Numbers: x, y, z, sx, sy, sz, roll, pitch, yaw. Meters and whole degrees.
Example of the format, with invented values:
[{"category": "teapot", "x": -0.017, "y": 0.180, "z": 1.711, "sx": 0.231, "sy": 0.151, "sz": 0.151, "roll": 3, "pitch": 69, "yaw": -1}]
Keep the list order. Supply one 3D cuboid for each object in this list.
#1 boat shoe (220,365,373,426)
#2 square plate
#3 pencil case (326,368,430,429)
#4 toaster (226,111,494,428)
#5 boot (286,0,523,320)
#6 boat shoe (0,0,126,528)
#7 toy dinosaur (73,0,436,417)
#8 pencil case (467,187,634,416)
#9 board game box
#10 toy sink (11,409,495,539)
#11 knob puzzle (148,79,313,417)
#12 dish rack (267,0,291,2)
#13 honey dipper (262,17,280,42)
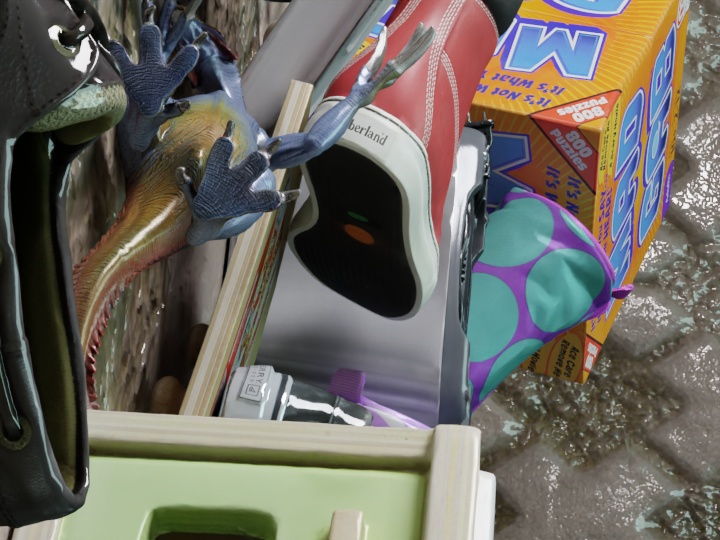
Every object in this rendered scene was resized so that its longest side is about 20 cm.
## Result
[{"category": "boat shoe", "x": -0.044, "y": 0.139, "z": 0.886, "sx": 0.072, "sy": 0.071, "sz": 0.200, "roll": -69, "pitch": 175, "yaw": -68}, {"category": "square plate", "x": -0.001, "y": -0.132, "z": 0.994, "sx": 0.198, "sy": 0.028, "sz": 0.200, "roll": -54, "pitch": -179, "yaw": 4}, {"category": "pencil case", "x": -0.021, "y": 0.154, "z": 1.006, "sx": 0.084, "sy": 0.085, "sz": 0.200, "roll": 0, "pitch": -120, "yaw": 55}, {"category": "toaster", "x": 0.000, "y": 0.000, "z": 1.123, "sx": 0.114, "sy": 0.129, "sz": 0.201, "roll": 82, "pitch": 13, "yaw": -70}, {"category": "boot", "x": 0.028, "y": -0.068, "z": 0.971, "sx": 0.145, "sy": 0.072, "sz": 0.200, "roll": -62, "pitch": 172, "yaw": -22}, {"category": "boat shoe", "x": -0.084, "y": -0.040, "z": 0.490, "sx": 0.073, "sy": 0.065, "sz": 0.201, "roll": -20, "pitch": 112, "yaw": -83}, {"category": "toy dinosaur", "x": -0.072, "y": -0.051, "z": 0.801, "sx": 0.200, "sy": 0.105, "sz": 0.181, "roll": -49, "pitch": -177, "yaw": -8}, {"category": "pencil case", "x": 0.054, "y": 0.046, "z": 1.210, "sx": 0.200, "sy": 0.092, "sz": 0.085, "roll": -44, "pitch": 176, "yaw": -11}, {"category": "board game box", "x": 0.083, "y": -0.086, "z": 1.369, "sx": 0.200, "sy": 0.199, "sz": 0.200, "roll": -57, "pitch": 155, "yaw": -45}, {"category": "toy sink", "x": -0.010, "y": 0.127, "z": 0.684, "sx": 0.112, "sy": 0.199, "sz": 0.131, "roll": 88, "pitch": 8, "yaw": -48}, {"category": "knob puzzle", "x": -0.065, "y": 0.036, "z": 0.939, "sx": 0.220, "sy": 0.030, "sz": 0.220, "roll": 16, "pitch": 90, "yaw": -89}, {"category": "dish rack", "x": -0.038, "y": -0.216, "z": 0.904, "sx": 0.153, "sy": 0.054, "sz": 0.201, "roll": -58, "pitch": 157, "yaw": -82}, {"category": "honey dipper", "x": -0.032, "y": -0.158, "z": 1.215, "sx": 0.200, "sy": 0.038, "sz": 0.038, "roll": -84, "pitch": 175, "yaw": -52}]
